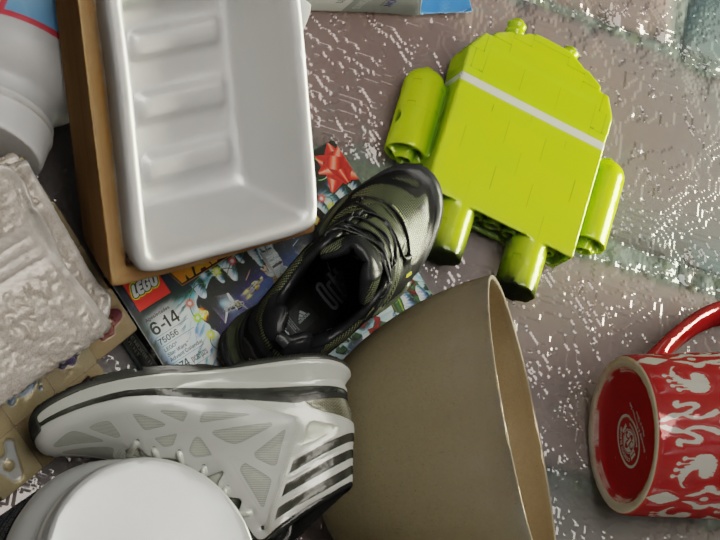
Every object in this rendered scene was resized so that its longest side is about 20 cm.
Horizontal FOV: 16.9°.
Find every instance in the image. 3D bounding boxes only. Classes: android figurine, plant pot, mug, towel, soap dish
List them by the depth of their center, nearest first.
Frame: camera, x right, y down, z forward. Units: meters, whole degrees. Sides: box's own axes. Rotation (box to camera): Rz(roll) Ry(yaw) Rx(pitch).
[{"bbox_3d":[-0.253,0.031,1.443,0.200,0.034,0.133,-37,108,-20],"label":"towel"},{"bbox_3d":[-0.109,-0.106,1.489,0.157,0.081,0.201,-16,107,-36],"label":"soap dish"},{"bbox_3d":[0.040,0.114,1.540,0.134,0.200,0.202,-11,76,9],"label":"plant pot"},{"bbox_3d":[0.262,0.108,1.691,0.199,0.178,0.134,1,110,-21],"label":"mug"},{"bbox_3d":[0.106,-0.084,1.702,0.181,0.041,0.201,23,66,-18],"label":"android figurine"}]

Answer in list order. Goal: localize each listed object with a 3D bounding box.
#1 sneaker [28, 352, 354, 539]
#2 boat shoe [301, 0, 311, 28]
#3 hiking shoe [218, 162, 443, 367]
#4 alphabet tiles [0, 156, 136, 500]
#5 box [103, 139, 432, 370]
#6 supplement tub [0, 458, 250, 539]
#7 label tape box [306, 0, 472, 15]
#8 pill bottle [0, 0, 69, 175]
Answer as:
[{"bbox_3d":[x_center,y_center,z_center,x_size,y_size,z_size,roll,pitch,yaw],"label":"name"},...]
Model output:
[{"bbox_3d":[-0.099,0.119,1.458,0.199,0.076,0.116,-7,72,1],"label":"sneaker"},{"bbox_3d":[-0.108,-0.122,1.596,0.068,0.072,0.200,41,68,-10],"label":"boat shoe"},{"bbox_3d":[0.000,0.000,1.542,0.076,0.101,0.200,46,61,-9],"label":"hiking shoe"},{"bbox_3d":[-0.235,0.032,1.475,0.166,0.006,0.201,-39,110,-20],"label":"alphabet tiles"},{"bbox_3d":[-0.060,0.019,1.588,0.200,0.040,0.137,-33,89,-30],"label":"box"},{"bbox_3d":[-0.153,0.189,1.387,0.139,0.200,0.141,8,71,-23],"label":"supplement tub"},{"bbox_3d":[-0.008,-0.257,1.687,0.199,0.066,0.144,-1,75,-25],"label":"label tape box"},{"bbox_3d":[-0.208,-0.163,1.533,0.108,0.109,0.201,25,64,-17],"label":"pill bottle"}]
